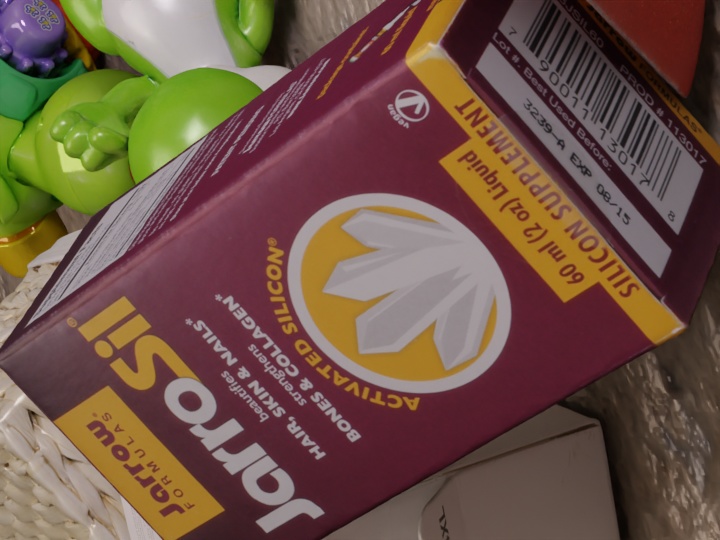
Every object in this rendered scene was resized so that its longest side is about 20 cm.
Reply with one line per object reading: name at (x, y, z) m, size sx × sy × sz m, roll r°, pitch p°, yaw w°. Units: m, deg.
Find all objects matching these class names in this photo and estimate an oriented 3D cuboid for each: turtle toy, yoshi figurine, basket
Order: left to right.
turtle toy at (-0.161, -0.078, 1.235) m, size 0.200 × 0.101 × 0.146 m, roll 43°, pitch 166°, yaw 45°
basket at (-0.101, 0.067, 1.119) m, size 0.136 × 0.123 × 0.200 m, roll 49°, pitch 161°, yaw -13°
yoshi figurine at (-0.072, -0.088, 1.025) m, size 0.201 × 0.111 × 0.113 m, roll 59°, pitch 147°, yaw 23°

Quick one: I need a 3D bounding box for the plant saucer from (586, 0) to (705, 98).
plant saucer at (0.017, -0.161, 0.736) m, size 0.200 × 0.037 × 0.200 m, roll 36°, pitch -162°, yaw -55°

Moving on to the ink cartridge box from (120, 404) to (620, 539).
ink cartridge box at (0.009, 0.116, 0.950) m, size 0.200 × 0.125 × 0.129 m, roll 20°, pitch 124°, yaw 63°

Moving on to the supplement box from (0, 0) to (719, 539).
supplement box at (0.000, 0.000, 0.786) m, size 0.200 × 0.086 × 0.110 m, roll -34°, pitch 106°, yaw 36°
